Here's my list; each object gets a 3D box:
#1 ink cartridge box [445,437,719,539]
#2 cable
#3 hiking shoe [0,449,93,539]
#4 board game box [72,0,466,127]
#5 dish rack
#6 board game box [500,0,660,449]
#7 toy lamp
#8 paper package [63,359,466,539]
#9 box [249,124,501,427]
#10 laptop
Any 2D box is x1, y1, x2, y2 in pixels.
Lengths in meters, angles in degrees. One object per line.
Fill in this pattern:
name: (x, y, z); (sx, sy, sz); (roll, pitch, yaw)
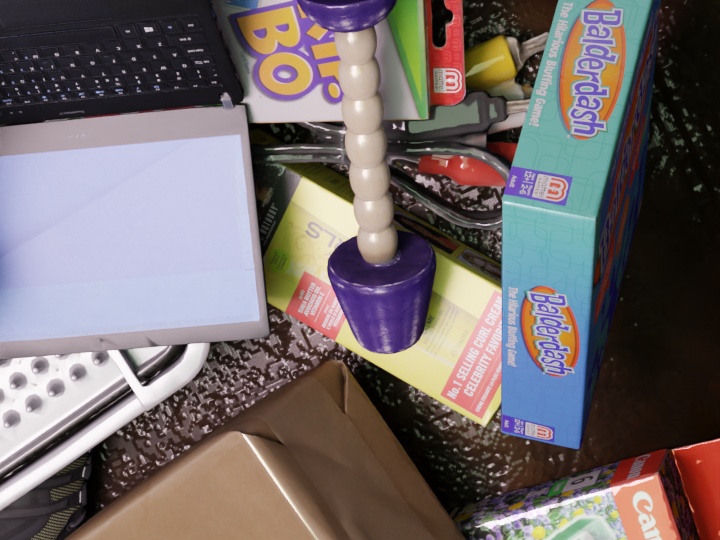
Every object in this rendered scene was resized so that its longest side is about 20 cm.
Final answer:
ink cartridge box: (0.145, 0.158, 1.178); (0.198, 0.050, 0.110); (-18, 96, 18)
cable: (0.010, -0.066, 1.154); (0.198, 0.050, 0.098); (-5, 95, 8)
hiking shoe: (-0.183, 0.102, 1.244); (0.076, 0.101, 0.200); (37, 85, 34)
board game box: (-0.048, -0.121, 1.102); (0.198, 0.030, 0.096); (-2, 115, 3)
dish rack: (-0.194, 0.024, 1.162); (0.199, 0.044, 0.172); (-34, 96, 4)
board game box: (0.103, -0.032, 1.046); (0.045, 0.153, 0.201); (11, 149, 11)
toy lamp: (0.004, -0.050, 1.088); (0.058, 0.058, 0.201); (1, 125, 14)
paper package: (-0.047, 0.179, 1.178); (0.200, 0.103, 0.191); (-37, 88, 34)
box: (0.000, 0.000, 1.182); (0.199, 0.050, 0.076); (30, 106, 6)
laptop: (-0.145, -0.049, 1.068); (0.175, 0.200, 0.104); (-5, 62, 7)
